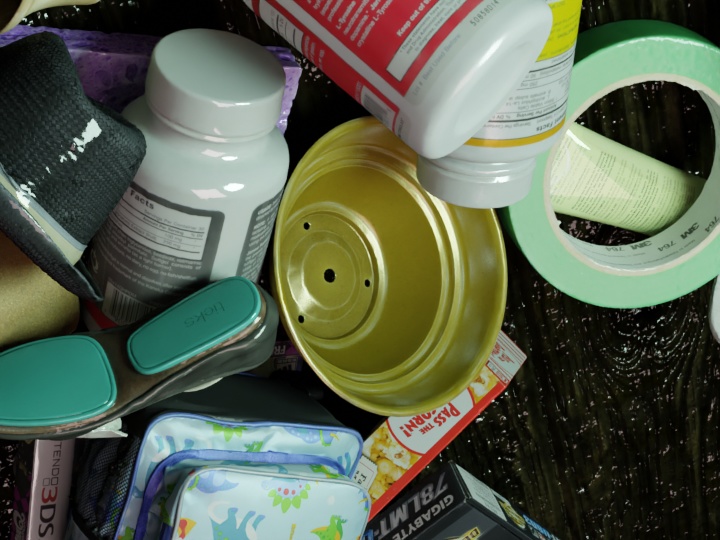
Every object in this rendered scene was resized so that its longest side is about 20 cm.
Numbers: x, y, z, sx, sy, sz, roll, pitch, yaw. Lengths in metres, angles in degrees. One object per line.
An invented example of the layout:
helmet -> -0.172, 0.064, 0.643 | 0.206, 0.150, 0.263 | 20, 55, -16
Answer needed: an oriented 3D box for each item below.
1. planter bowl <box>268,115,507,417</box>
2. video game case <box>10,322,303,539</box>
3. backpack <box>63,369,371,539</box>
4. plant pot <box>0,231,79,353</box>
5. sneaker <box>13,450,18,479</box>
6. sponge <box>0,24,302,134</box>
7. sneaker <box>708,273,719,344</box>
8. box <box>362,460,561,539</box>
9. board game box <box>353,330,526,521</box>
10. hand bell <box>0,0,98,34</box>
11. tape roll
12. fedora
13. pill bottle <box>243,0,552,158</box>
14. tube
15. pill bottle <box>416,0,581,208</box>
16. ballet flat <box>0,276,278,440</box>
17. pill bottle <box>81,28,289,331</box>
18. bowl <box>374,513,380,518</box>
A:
planter bowl -> 0.000, 0.000, 1.182 | 0.200, 0.201, 0.083 | 21, 162, -35
video game case -> -0.142, 0.131, 1.218 | 0.200, 0.036, 0.182 | -4, 115, -30
backpack -> -0.102, 0.178, 1.151 | 0.183, 0.147, 0.200 | 8, 111, -33
plant pot -> -0.285, 0.025, 1.083 | 0.200, 0.186, 0.187 | -21, 135, -24
sneaker -> -0.157, 0.161, 1.303 | 0.200, 0.078, 0.112 | -8, 130, -16
sponge -> -0.145, -0.098, 1.118 | 0.200, 0.030, 0.112 | 1, 128, -24
sneaker -> 0.320, -0.027, 1.296 | 0.200, 0.075, 0.088 | -63, 169, -3
box -> 0.060, 0.263, 1.403 | 0.200, 0.050, 0.198 | -39, 131, 13
board game box -> 0.032, 0.127, 1.301 | 0.046, 0.151, 0.200 | 45, 102, 4
hand bell -> -0.128, -0.183, 1.032 | 0.200, 0.104, 0.104 | 0, 130, -39
tape roll -> 0.193, -0.074, 1.225 | 0.200, 0.048, 0.201 | -4, 114, -10
fedora -> -0.180, -0.074, 0.988 | 0.092, 0.201, 0.201 | -41, 133, -3
pill bottle -> 0.003, -0.167, 0.998 | 0.112, 0.200, 0.112 | -46, 169, -12
tube -> 0.197, -0.061, 1.283 | 0.200, 0.058, 0.052 | 15, 160, -27
pill bottle -> 0.082, -0.144, 1.102 | 0.109, 0.109, 0.200 | -6, 124, -17
ballet flat -> -0.141, 0.066, 1.051 | 0.200, 0.068, 0.068 | -18, 146, -1
pill bottle -> -0.106, -0.044, 1.083 | 0.111, 0.111, 0.200 | 0, 129, -22
bowl -> 0.028, 0.289, 1.491 | 0.200, 0.075, 0.200 | 25, 117, -36
